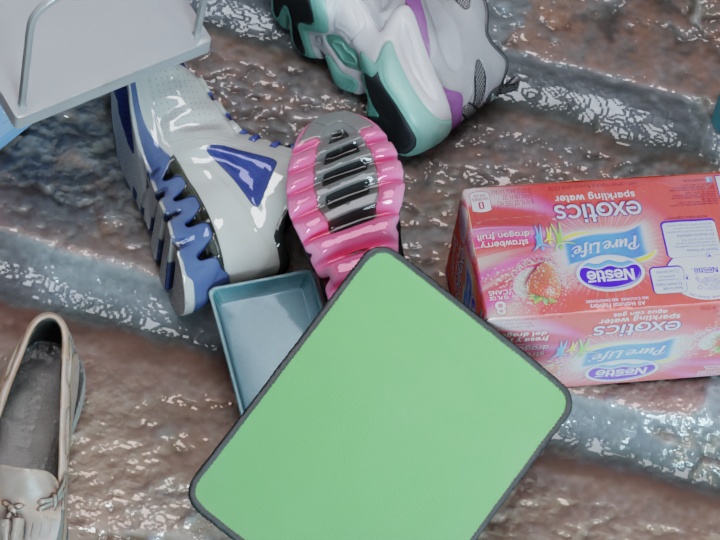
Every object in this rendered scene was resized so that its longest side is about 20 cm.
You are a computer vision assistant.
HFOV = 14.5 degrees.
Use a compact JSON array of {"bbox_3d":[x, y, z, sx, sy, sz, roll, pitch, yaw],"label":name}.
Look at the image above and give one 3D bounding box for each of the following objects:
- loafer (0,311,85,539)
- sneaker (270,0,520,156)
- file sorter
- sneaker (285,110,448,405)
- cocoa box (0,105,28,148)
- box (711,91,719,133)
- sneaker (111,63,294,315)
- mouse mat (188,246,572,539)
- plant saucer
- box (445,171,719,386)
[{"bbox_3d":[-0.206,0.118,1.702,0.071,0.063,0.201,7,56,-1],"label":"loafer"},{"bbox_3d":[0.029,-0.181,1.925,0.139,0.078,0.200,-30,74,-25],"label":"sneaker"},{"bbox_3d":[-0.192,-0.219,1.731,0.138,0.125,0.201,-24,69,-22],"label":"file sorter"},{"bbox_3d":[0.000,0.000,1.781,0.079,0.095,0.201,-11,72,-5],"label":"sneaker"},{"bbox_3d":[-0.222,-0.199,1.865,0.131,0.134,0.200,40,61,16],"label":"cocoa box"},{"bbox_3d":[0.340,-0.141,1.927,0.199,0.082,0.049,-21,60,-20],"label":"box"},{"bbox_3d":[-0.090,-0.069,1.837,0.114,0.081,0.200,-11,65,-18],"label":"sneaker"},{"bbox_3d":[0.013,0.106,1.704,0.161,0.008,0.200,38,80,-3],"label":"mouse mat"},{"bbox_3d":[-0.039,0.097,1.747,0.069,0.019,0.201,-10,68,-13],"label":"plant saucer"},{"bbox_3d":[0.162,0.008,1.799,0.199,0.095,0.103,-5,57,-9],"label":"box"}]
